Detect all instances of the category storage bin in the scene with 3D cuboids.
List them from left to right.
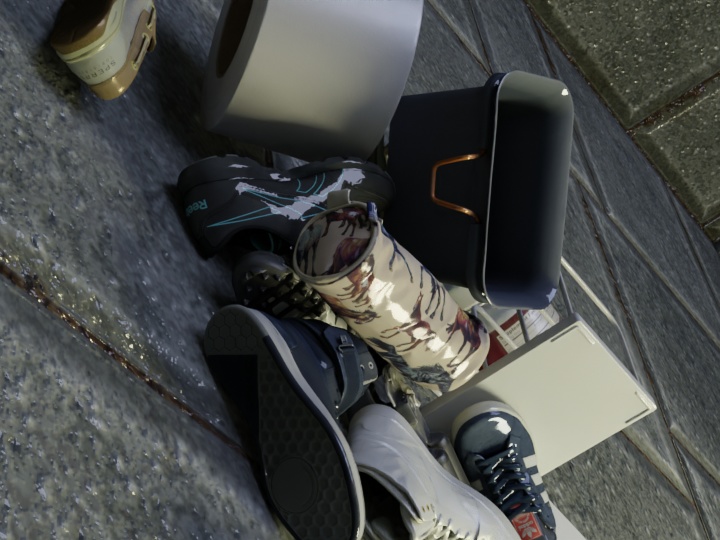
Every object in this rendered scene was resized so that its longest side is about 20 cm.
[{"bbox_3d":[0.089,-0.071,1.239,0.145,0.134,0.201,3,91,-51],"label":"storage bin"}]

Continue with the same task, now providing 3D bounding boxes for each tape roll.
[{"bbox_3d":[-0.047,-0.202,1.260,0.138,0.203,0.203,16,36,-19],"label":"tape roll"}]

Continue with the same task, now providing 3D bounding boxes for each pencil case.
[{"bbox_3d":[0.030,0.022,1.151,0.200,0.077,0.090,45,54,-41],"label":"pencil case"}]

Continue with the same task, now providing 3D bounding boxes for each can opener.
[{"bbox_3d":[0.049,0.171,1.222,0.053,0.067,0.201,-76,143,-66],"label":"can opener"}]

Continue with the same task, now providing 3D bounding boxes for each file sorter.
[{"bbox_3d":[0.145,0.101,1.324,0.139,0.200,0.125,45,21,-31],"label":"file sorter"}]

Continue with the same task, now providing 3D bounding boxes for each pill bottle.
[{"bbox_3d":[0.168,0.079,1.540,0.200,0.114,0.114,54,20,-10],"label":"pill bottle"}]

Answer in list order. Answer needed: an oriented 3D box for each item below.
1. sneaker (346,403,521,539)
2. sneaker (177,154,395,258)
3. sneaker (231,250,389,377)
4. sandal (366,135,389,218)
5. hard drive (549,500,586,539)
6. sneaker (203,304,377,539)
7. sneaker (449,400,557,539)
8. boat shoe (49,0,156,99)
[{"bbox_3d":[0.054,0.211,1.139,0.200,0.074,0.116,45,23,-7],"label":"sneaker"},{"bbox_3d":[-0.058,-0.049,1.188,0.199,0.075,0.080,-3,69,-28],"label":"sneaker"},{"bbox_3d":[-0.049,0.024,1.181,0.200,0.066,0.091,37,22,-48],"label":"sneaker"},{"bbox_3d":[0.035,-0.103,1.336,0.080,0.057,0.202,-94,176,-52],"label":"sandal"},{"bbox_3d":[0.195,0.309,1.386,0.132,0.026,0.200,47,22,-28],"label":"hard drive"},{"bbox_3d":[-0.024,0.119,1.068,0.146,0.077,0.203,14,45,-59],"label":"sneaker"},{"bbox_3d":[0.138,0.205,1.266,0.085,0.075,0.201,-110,175,-53],"label":"sneaker"},{"bbox_3d":[-0.202,-0.196,1.148,0.200,0.074,0.067,-82,148,-60],"label":"boat shoe"}]
